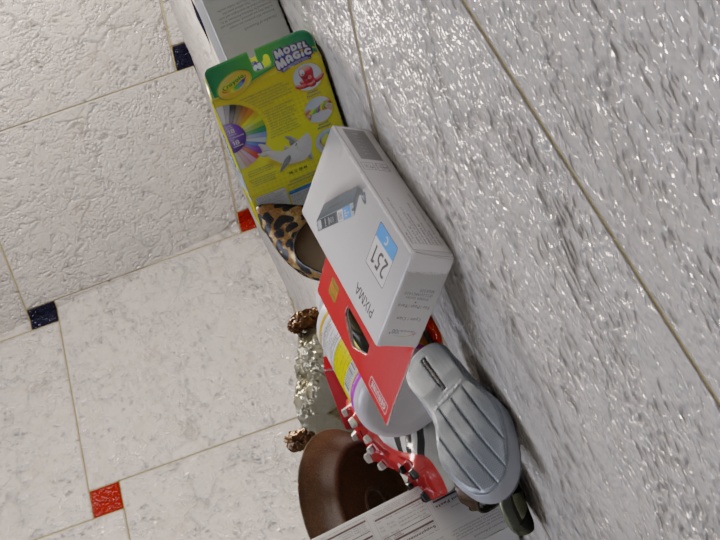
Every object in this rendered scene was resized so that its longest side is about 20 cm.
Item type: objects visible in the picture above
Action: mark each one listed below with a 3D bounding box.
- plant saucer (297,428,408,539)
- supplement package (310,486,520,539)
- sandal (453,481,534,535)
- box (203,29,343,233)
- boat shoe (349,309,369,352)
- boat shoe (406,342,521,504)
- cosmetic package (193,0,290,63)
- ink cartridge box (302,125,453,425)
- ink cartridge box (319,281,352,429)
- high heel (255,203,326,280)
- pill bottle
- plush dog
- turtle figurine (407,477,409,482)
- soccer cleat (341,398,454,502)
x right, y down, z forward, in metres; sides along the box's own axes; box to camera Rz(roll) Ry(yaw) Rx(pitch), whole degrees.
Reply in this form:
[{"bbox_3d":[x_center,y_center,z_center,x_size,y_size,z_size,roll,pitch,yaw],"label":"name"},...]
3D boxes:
[{"bbox_3d":[0.007,0.270,1.671,0.200,0.036,0.202,37,-141,-37],"label":"plant saucer"},{"bbox_3d":[0.073,0.326,1.559,0.111,0.198,0.157,-121,7,-52],"label":"supplement package"},{"bbox_3d":[0.112,0.194,1.369,0.201,0.057,0.081,-131,18,-72],"label":"sandal"},{"bbox_3d":[-0.077,-0.142,1.446,0.049,0.116,0.201,-117,7,-47],"label":"box"},{"bbox_3d":[0.000,0.000,1.511,0.076,0.073,0.201,57,-171,-48],"label":"boat shoe"},{"bbox_3d":[0.100,0.134,1.273,0.062,0.072,0.201,40,-166,-32],"label":"boat shoe"},{"bbox_3d":[-0.123,-0.259,1.588,0.113,0.080,0.202,-135,21,-75],"label":"cosmetic package"},{"bbox_3d":[-0.001,0.002,1.267,0.201,0.044,0.178,59,138,49],"label":"ink cartridge box"},{"bbox_3d":[-0.002,0.100,1.720,0.117,0.066,0.202,72,-169,-46],"label":"ink cartridge box"},{"bbox_3d":[-0.023,-0.026,1.396,0.199,0.072,0.143,31,171,11],"label":"high heel"},{"bbox_3d":[0.015,0.079,1.573,0.201,0.103,0.105,-120,8,-52],"label":"pill bottle"},{"bbox_3d":[-0.032,0.139,1.918,0.199,0.160,0.173,38,-148,-29],"label":"plush dog"},{"bbox_3d":[0.073,0.213,1.670,0.162,0.064,0.202,-100,-9,-71],"label":"turtle figurine"},{"bbox_3d":[0.052,0.178,1.579,0.199,0.085,0.069,30,148,55],"label":"soccer cleat"}]
